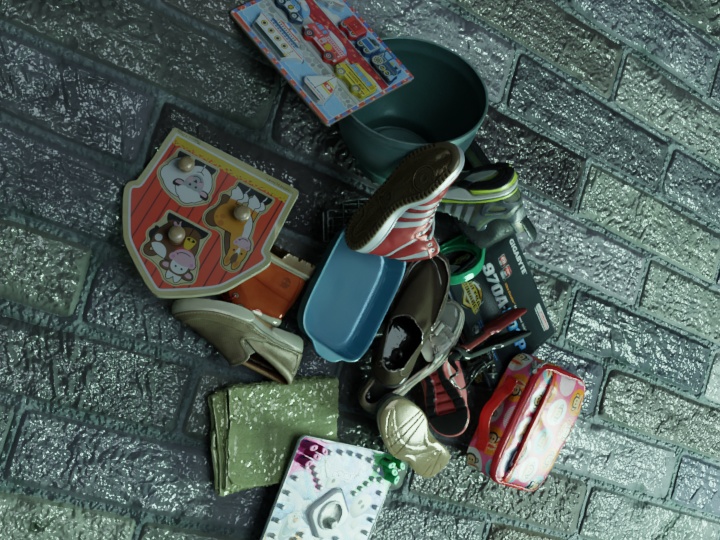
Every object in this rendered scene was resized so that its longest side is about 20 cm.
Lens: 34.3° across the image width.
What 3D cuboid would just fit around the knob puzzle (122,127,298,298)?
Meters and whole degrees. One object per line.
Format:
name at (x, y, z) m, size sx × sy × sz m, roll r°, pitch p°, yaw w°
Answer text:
knob puzzle at (-0.195, -0.056, 1.394) m, size 0.219 × 0.030 × 0.220 m, roll 3°, pitch 72°, yaw -8°

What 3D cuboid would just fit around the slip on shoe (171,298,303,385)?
slip on shoe at (-0.155, 0.090, 1.480) m, size 0.200 × 0.076 × 0.061 m, roll 29°, pitch 60°, yaw -42°

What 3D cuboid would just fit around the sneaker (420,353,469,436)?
sneaker at (0.111, 0.141, 1.704) m, size 0.087 × 0.074 × 0.200 m, roll 0°, pitch 78°, yaw -80°

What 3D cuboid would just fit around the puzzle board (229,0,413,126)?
puzzle board at (-0.047, -0.288, 1.484) m, size 0.151 × 0.017 × 0.200 m, roll -32°, pitch 75°, yaw -30°

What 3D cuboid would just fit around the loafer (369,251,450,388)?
loafer at (0.074, 0.063, 1.571) m, size 0.073 × 0.071 × 0.200 m, roll 19°, pitch 80°, yaw -1°

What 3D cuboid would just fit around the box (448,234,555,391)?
box at (0.200, 0.056, 1.763) m, size 0.159 × 0.046 × 0.200 m, roll -38°, pitch 116°, yaw -28°

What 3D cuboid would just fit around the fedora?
fedora at (0.165, -0.104, 1.670) m, size 0.092 × 0.201 × 0.201 m, roll -34°, pitch 119°, yaw 8°

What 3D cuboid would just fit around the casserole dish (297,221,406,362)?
casserole dish at (-0.016, 0.025, 1.536) m, size 0.121 × 0.039 × 0.200 m, roll 37°, pitch 72°, yaw -33°

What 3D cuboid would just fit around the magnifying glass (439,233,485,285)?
magnifying glass at (0.169, -0.045, 1.721) m, size 0.200 × 0.080 × 0.022 m, roll -48°, pitch 138°, yaw -34°

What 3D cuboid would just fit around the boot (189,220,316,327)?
boot at (-0.159, 0.001, 1.474) m, size 0.200 × 0.075 × 0.107 m, roll 27°, pitch 92°, yaw -30°

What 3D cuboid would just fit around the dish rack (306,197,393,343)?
dish rack at (0.000, 0.000, 1.604) m, size 0.153 × 0.055 × 0.200 m, roll -5°, pitch 96°, yaw -38°

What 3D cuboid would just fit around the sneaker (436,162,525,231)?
sneaker at (0.136, -0.090, 1.573) m, size 0.074 × 0.200 × 0.081 m, roll -46°, pitch 120°, yaw -31°

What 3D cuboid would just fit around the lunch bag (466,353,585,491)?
lunch bag at (0.245, 0.227, 1.770) m, size 0.176 × 0.082 × 0.200 m, roll 24°, pitch 90°, yaw -47°

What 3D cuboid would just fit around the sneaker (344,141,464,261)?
sneaker at (0.082, -0.083, 1.484) m, size 0.112 × 0.200 × 0.071 m, roll 18°, pitch 44°, yaw -41°

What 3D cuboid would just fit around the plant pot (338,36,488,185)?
plant pot at (0.058, -0.194, 1.550) m, size 0.200 × 0.200 × 0.134 m, roll -33°, pitch 155°, yaw -30°

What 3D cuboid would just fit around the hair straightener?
hair straightener at (0.187, 0.122, 1.679) m, size 0.200 × 0.041 × 0.077 m, roll -30°, pitch 109°, yaw -49°

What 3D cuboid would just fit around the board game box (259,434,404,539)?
board game box at (-0.040, 0.336, 1.595) m, size 0.200 × 0.026 × 0.200 m, roll 20°, pitch 91°, yaw -44°

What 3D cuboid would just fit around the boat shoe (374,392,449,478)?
boat shoe at (0.063, 0.226, 1.643) m, size 0.072 × 0.065 × 0.200 m, roll -45°, pitch 138°, yaw -5°

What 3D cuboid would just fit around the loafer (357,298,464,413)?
loafer at (0.074, 0.121, 1.626) m, size 0.072 × 0.063 × 0.200 m, roll 42°, pitch 88°, yaw 7°

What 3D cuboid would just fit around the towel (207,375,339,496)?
towel at (-0.112, 0.214, 1.552) m, size 0.200 × 0.036 × 0.149 m, roll -4°, pitch 97°, yaw -36°
